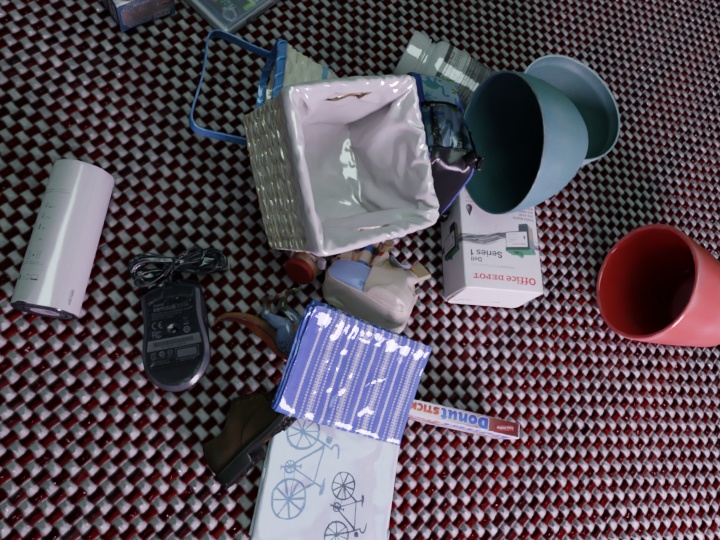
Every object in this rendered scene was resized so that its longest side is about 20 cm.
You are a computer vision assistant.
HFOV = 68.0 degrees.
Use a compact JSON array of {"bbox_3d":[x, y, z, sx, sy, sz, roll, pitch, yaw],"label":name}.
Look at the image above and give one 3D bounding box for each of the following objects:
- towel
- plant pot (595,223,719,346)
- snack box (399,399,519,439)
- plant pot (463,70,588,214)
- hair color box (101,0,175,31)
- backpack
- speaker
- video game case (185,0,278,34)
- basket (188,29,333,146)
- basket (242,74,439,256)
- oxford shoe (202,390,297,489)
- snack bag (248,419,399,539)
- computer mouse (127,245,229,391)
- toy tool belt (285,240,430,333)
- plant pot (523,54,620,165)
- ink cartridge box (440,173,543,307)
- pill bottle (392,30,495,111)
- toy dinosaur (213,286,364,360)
[{"bbox_3d":[-0.006,0.137,0.696,0.198,0.024,0.147,23,83,-24],"label":"towel"},{"bbox_3d":[0.545,0.043,0.923,0.175,0.200,0.203,18,69,-22],"label":"plant pot"},{"bbox_3d":[0.132,0.220,0.796,0.197,0.072,0.025,16,68,-12],"label":"snack box"},{"bbox_3d":[0.258,-0.188,0.801,0.133,0.200,0.203,-5,76,-22],"label":"plant pot"},{"bbox_3d":[-0.392,-0.495,0.852,0.100,0.061,0.201,-33,87,-22],"label":"hair color box"},{"bbox_3d":[0.089,-0.205,0.850,0.145,0.183,0.202,5,62,-13],"label":"backpack"},{"bbox_3d":[-0.391,-0.043,0.709,0.080,0.081,0.203,10,71,-14],"label":"speaker"},{"bbox_3d":[-0.241,-0.522,0.927,0.200,0.023,0.182,43,67,-1],"label":"video game case"},{"bbox_3d":[-0.148,-0.258,0.811,0.198,0.139,0.179,16,68,-25],"label":"basket"},{"bbox_3d":[-0.028,-0.134,0.710,0.196,0.160,0.203,-18,101,-32],"label":"basket"},{"bbox_3d":[-0.131,0.186,0.709,0.200,0.073,0.084,-43,75,-8],"label":"oxford shoe"},{"bbox_3d":[-0.040,0.291,0.751,0.197,0.021,0.191,14,71,-12],"label":"snack bag"},{"bbox_3d":[-0.247,0.070,0.737,0.136,0.053,0.203,-5,67,-8],"label":"computer mouse"},{"bbox_3d":[0.000,0.000,0.806,0.198,0.126,0.123,25,48,8],"label":"toy tool belt"},{"bbox_3d":[0.340,-0.261,0.968,0.197,0.134,0.203,5,72,-16],"label":"plant pot"},{"bbox_3d":[0.215,-0.049,0.893,0.144,0.084,0.203,4,72,-15],"label":"ink cartridge box"},{"bbox_3d":[0.159,-0.327,0.943,0.198,0.113,0.114,28,68,-7],"label":"pill bottle"},{"bbox_3d":[-0.082,0.117,0.781,0.198,0.105,0.184,-20,89,13],"label":"toy dinosaur"}]
